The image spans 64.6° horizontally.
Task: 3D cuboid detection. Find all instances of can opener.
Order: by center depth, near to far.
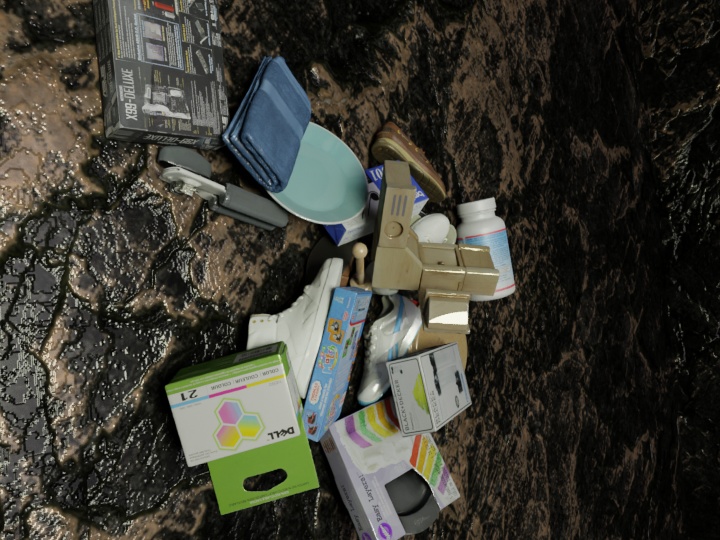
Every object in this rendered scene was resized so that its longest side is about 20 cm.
[{"bbox_3d":[-0.181,-0.109,0.778,0.198,0.052,0.068,24,66,-43],"label":"can opener"}]

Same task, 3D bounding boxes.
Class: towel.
[{"bbox_3d":[-0.125,-0.211,0.813,0.112,0.047,0.204,51,34,-37],"label":"towel"}]

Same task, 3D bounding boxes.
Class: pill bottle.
[{"bbox_3d":[0.260,-0.045,1.208,0.107,0.107,0.206,-16,98,-46],"label":"pill bottle"}]

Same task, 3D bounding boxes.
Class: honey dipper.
[{"bbox_3d":[0.000,0.000,0.884,0.201,0.037,0.039,89,13,-69],"label":"honey dipper"}]

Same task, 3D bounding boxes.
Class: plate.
[{"bbox_3d":[-0.078,-0.149,0.870,0.196,0.026,0.205,18,51,-23],"label":"plate"}]

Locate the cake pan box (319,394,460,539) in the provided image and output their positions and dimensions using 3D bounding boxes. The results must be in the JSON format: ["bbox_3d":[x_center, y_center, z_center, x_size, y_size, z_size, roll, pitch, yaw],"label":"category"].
[{"bbox_3d":[0.047,0.313,0.903,0.181,0.052,0.204,-12,69,-36],"label":"cake pan box"}]

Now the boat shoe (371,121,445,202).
[{"bbox_3d":[0.103,-0.204,1.082,0.199,0.071,0.069,37,62,-35],"label":"boat shoe"}]

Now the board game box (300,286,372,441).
[{"bbox_3d":[-0.033,0.127,0.828,0.151,0.036,0.206,11,94,-81],"label":"board game box"}]

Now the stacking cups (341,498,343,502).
[{"bbox_3d":[0.043,0.315,0.964,0.201,0.059,0.061,-51,120,-38],"label":"stacking cups"}]

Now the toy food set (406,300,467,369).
[{"bbox_3d":[0.142,0.148,1.100,0.197,0.048,0.204,40,59,-37],"label":"toy food set"}]

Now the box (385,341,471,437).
[{"bbox_3d":[0.118,0.190,0.941,0.199,0.059,0.120,3,73,-63],"label":"box"}]

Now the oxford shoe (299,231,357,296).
[{"bbox_3d":[-0.052,0.018,0.909,0.072,0.069,0.204,74,31,-55],"label":"oxford shoe"}]

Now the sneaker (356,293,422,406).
[{"bbox_3d":[0.035,0.134,0.978,0.080,0.076,0.203,33,64,-12],"label":"sneaker"}]

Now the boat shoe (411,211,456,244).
[{"bbox_3d":[0.088,-0.084,1.066,0.196,0.067,0.074,18,97,-31],"label":"boat shoe"}]

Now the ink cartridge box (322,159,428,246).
[{"bbox_3d":[0.016,-0.118,0.951,0.197,0.044,0.095,-24,70,-38],"label":"ink cartridge box"}]

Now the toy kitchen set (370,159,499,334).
[{"bbox_3d":[0.121,-0.032,0.836,0.165,0.194,0.184,-92,-173,-52],"label":"toy kitchen set"}]

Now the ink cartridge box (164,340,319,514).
[{"bbox_3d":[-0.140,0.210,0.713,0.144,0.076,0.206,-14,96,-3],"label":"ink cartridge box"}]

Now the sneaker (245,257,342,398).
[{"bbox_3d":[-0.098,0.062,0.798,0.074,0.112,0.205,89,18,-68],"label":"sneaker"}]

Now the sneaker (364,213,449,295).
[{"bbox_3d":[0.096,-0.023,1.004,0.200,0.080,0.071,-43,118,-16],"label":"sneaker"}]

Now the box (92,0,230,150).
[{"bbox_3d":[-0.249,-0.265,0.724,0.155,0.049,0.207,-6,89,-47],"label":"box"}]
